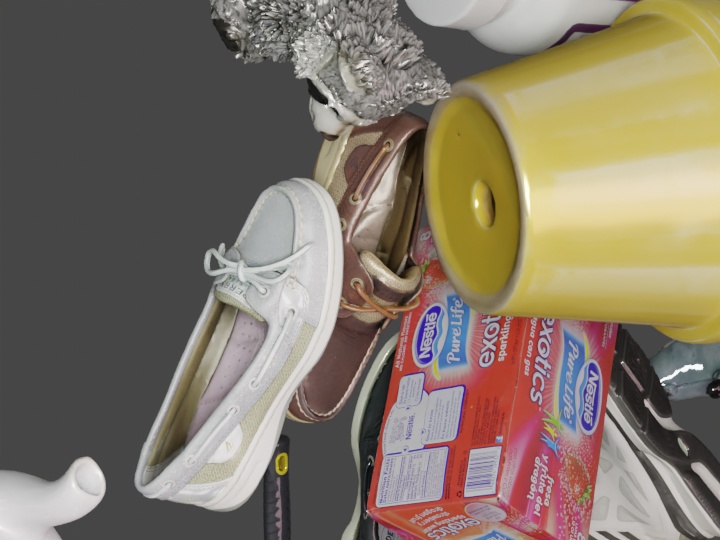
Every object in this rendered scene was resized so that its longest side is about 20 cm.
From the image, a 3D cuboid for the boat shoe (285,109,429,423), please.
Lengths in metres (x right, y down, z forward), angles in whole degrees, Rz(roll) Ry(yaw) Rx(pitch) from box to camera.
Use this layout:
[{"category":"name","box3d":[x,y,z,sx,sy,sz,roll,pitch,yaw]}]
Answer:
[{"category":"boat shoe","box3d":[0.000,0.000,1.307,0.072,0.072,0.200,13,96,-40]}]

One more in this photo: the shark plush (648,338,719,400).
[{"category":"shark plush","box3d":[0.239,0.057,1.485,0.200,0.083,0.091,-6,112,-2]}]

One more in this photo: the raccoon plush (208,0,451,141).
[{"category":"raccoon plush","box3d":[-0.013,-0.173,1.196,0.097,0.134,0.200,-15,114,-33]}]

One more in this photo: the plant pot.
[{"category":"plant pot","box3d":[0.145,-0.051,1.231,0.189,0.201,0.201,-9,111,-22]}]

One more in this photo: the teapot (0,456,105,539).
[{"category":"teapot","box3d":[-0.219,0.207,1.157,0.197,0.146,0.200,-28,122,-28]}]

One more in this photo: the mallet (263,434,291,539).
[{"category":"mallet","box3d":[-0.043,0.198,1.368,0.066,0.041,0.200,-3,103,-38]}]

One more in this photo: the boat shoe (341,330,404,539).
[{"category":"boat shoe","box3d":[0.032,0.138,1.383,0.074,0.066,0.200,9,99,-39]}]

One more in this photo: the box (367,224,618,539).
[{"category":"box","box3d":[0.084,0.069,1.329,0.095,0.100,0.200,37,53,-41]}]

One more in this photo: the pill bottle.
[{"category":"pill bottle","box3d":[0.123,-0.182,1.317,0.200,0.112,0.112,-1,106,-38]}]

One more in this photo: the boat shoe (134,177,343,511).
[{"category":"boat shoe","box3d":[-0.070,0.041,1.268,0.065,0.074,0.202,13,103,-45]}]

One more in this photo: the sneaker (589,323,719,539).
[{"category":"sneaker","box3d":[0.151,0.118,1.448,0.201,0.115,0.076,53,28,-23]}]
